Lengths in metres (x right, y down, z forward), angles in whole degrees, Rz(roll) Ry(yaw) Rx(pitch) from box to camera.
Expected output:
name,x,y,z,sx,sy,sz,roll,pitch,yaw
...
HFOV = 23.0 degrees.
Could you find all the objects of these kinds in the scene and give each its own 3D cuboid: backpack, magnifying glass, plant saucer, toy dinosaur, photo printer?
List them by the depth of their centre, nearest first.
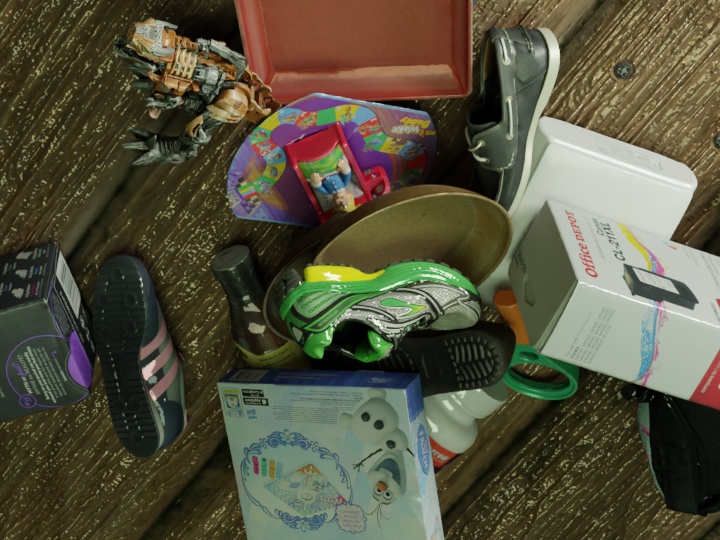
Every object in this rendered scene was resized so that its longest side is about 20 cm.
name,x,y,z,sx,sy,sz,roll,pitch,yaw
plant saucer,-0.003,-0.214,1.518,0.198,0.037,0.200,-2,151,2
toy dinosaur,-0.137,-0.149,1.535,0.135,0.103,0.200,-23,124,38
plant saucer,0.038,-0.019,1.587,0.199,0.036,0.201,-15,149,-9
plant saucer,0.000,0.000,1.658,0.199,0.035,0.201,-15,149,-9
photo printer,0.201,-0.031,1.668,0.165,0.070,0.201,18,119,-14
magnifying glass,0.162,0.075,1.710,0.079,0.023,0.200,4,150,21
backpack,0.350,0.144,1.752,0.166,0.127,0.201,2,126,15

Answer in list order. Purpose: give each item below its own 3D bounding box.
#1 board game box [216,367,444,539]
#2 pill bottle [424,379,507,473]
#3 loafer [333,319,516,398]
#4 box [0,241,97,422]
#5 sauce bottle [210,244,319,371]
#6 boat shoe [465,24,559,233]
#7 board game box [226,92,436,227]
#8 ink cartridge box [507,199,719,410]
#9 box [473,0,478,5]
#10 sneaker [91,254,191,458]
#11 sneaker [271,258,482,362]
name,x,y,z,sx,sy,sz,roll,pitch,yaw
board game box,-0.027,0.192,1.689,0.199,0.043,0.200,1,111,25
pill bottle,0.045,0.154,1.751,0.200,0.112,0.111,-40,116,21
loafer,0.064,0.083,1.668,0.199,0.071,0.074,-2,105,36
box,-0.364,0.071,1.684,0.199,0.106,0.123,-15,122,6
sauce bottle,-0.089,0.065,1.721,0.066,0.066,0.201,-18,119,9
boat shoe,0.119,-0.125,1.596,0.067,0.072,0.201,-3,121,-28
board game box,-0.019,-0.082,1.599,0.199,0.039,0.158,6,134,-32
ink cartridge box,0.247,0.031,1.582,0.199,0.146,0.083,17,119,-18
box,0.063,-0.336,1.482,0.199,0.051,0.158,32,116,-21
sneaker,-0.209,0.076,1.727,0.070,0.082,0.201,5,107,30
sneaker,0.021,0.045,1.559,0.199,0.086,0.078,-4,146,-28
